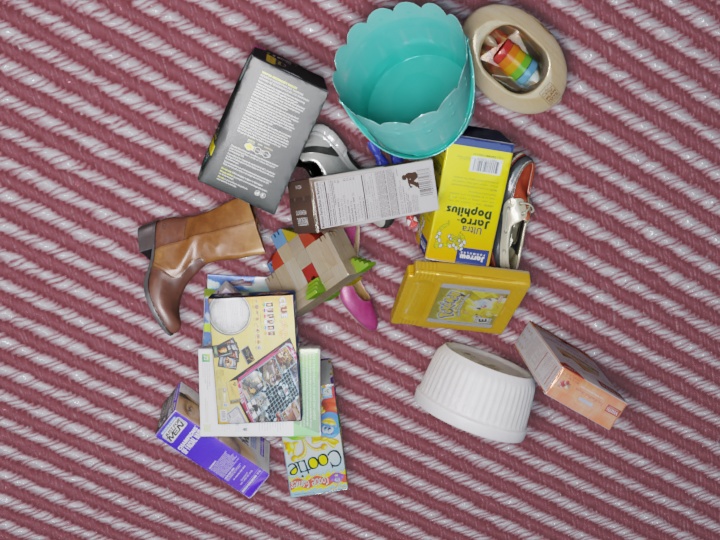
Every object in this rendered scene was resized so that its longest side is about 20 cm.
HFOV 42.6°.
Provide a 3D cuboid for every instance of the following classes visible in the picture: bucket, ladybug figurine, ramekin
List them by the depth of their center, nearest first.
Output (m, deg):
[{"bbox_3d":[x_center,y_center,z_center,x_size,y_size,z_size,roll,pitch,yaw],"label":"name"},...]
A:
[{"bbox_3d":[0.073,-0.273,1.360,0.204,0.135,0.210,-6,70,17],"label":"bucket"},{"bbox_3d":[0.235,-0.326,1.434,0.199,0.072,0.136,40,100,-16],"label":"ladybug figurine"},{"bbox_3d":[0.198,0.198,1.548,0.198,0.200,0.106,18,97,-11],"label":"ramekin"}]

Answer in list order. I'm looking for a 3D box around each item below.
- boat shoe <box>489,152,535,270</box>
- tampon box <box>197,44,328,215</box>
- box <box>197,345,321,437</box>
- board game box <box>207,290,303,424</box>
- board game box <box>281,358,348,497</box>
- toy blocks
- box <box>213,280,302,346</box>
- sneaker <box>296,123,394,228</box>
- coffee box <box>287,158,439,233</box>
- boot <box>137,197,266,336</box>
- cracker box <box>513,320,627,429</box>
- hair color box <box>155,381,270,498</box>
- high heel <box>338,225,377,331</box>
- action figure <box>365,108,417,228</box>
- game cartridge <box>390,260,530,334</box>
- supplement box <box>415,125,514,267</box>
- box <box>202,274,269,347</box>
[{"bbox_3d":[0.251,-0.089,1.509,0.071,0.062,0.203,-4,116,-43],"label":"boat shoe"},{"bbox_3d":[-0.147,-0.216,1.395,0.125,0.150,0.202,23,105,-13],"label":"tampon box"},{"bbox_3d":[-0.161,0.194,1.489,0.197,0.036,0.147,1,97,1],"label":"box"},{"bbox_3d":[-0.162,0.136,1.439,0.133,0.035,0.203,-2,100,2],"label":"board game box"},{"bbox_3d":[-0.084,0.270,1.590,0.101,0.105,0.203,-8,110,-2],"label":"board game box"},{"bbox_3d":[-0.087,-0.018,1.476,0.199,0.099,0.138,-35,77,31],"label":"toy blocks"},{"bbox_3d":[-0.159,0.098,1.509,0.039,0.042,0.200,-44,109,10],"label":"box"},{"bbox_3d":[-0.028,-0.134,1.463,0.200,0.074,0.080,44,61,-11],"label":"sneaker"},{"bbox_3d":[0.002,-0.111,1.379,0.197,0.113,0.081,-12,97,-20],"label":"coffee box"},{"bbox_3d":[-0.243,-0.008,1.467,0.197,0.069,0.191,-14,70,6],"label":"boot"},{"bbox_3d":[0.347,0.171,1.546,0.133,0.200,0.058,30,104,-15],"label":"cracker box"},{"bbox_3d":[-0.248,0.288,1.579,0.199,0.110,0.065,36,102,-16],"label":"hair color box"},{"bbox_3d":[0.000,0.000,1.527,0.095,0.067,0.202,-28,96,16],"label":"high heel"},{"bbox_3d":[0.053,-0.159,1.489,0.065,0.052,0.202,-24,111,-2],"label":"action figure"},{"bbox_3d":[0.160,0.047,1.522,0.197,0.033,0.177,4,148,-7],"label":"game cartridge"},{"bbox_3d":[0.164,-0.123,1.477,0.108,0.109,0.203,7,108,-8],"label":"supplement box"},{"bbox_3d":[-0.205,0.111,1.555,0.120,0.048,0.203,3,109,-8],"label":"box"}]
